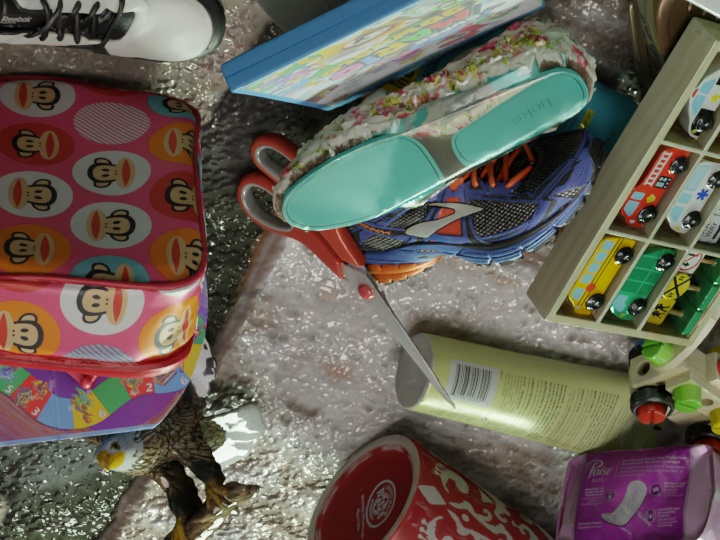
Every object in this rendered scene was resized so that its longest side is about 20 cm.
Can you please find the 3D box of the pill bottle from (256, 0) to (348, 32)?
[{"bbox_3d":[0.029,-0.210,1.206,0.199,0.114,0.113,-35,125,20],"label":"pill bottle"}]

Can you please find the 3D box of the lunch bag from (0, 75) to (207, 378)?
[{"bbox_3d":[-0.175,-0.030,1.272,0.175,0.201,0.082,5,127,-8],"label":"lunch bag"}]

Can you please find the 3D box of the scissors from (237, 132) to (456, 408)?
[{"bbox_3d":[0.000,0.000,1.370,0.200,0.014,0.073,45,138,2],"label":"scissors"}]

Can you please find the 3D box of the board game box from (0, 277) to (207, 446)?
[{"bbox_3d":[-0.190,0.022,1.353,0.198,0.039,0.159,-6,87,-4],"label":"board game box"}]

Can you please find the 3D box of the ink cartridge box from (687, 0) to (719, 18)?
[{"bbox_3d":[0.243,-0.211,1.212,0.199,0.145,0.146,24,123,-25],"label":"ink cartridge box"}]

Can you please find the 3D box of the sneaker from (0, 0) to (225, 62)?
[{"bbox_3d":[-0.169,-0.147,1.257,0.199,0.080,0.074,13,125,-19],"label":"sneaker"}]

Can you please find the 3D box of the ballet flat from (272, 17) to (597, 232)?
[{"bbox_3d":[0.040,-0.084,1.295,0.199,0.064,0.076,-23,135,6],"label":"ballet flat"}]

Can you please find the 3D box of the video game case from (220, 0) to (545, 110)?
[{"bbox_3d":[0.018,-0.126,1.209,0.142,0.200,0.018,-25,86,13],"label":"video game case"}]

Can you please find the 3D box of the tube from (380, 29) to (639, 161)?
[{"bbox_3d":[0.069,-0.116,1.338,0.199,0.050,0.078,23,110,-17],"label":"tube"}]

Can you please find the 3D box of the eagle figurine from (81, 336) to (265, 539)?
[{"bbox_3d":[-0.156,0.092,1.443,0.200,0.151,0.152,45,73,2],"label":"eagle figurine"}]

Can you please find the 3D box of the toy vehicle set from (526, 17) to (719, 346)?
[{"bbox_3d":[0.195,-0.047,1.338,0.124,0.027,0.201,9,122,-36],"label":"toy vehicle set"}]

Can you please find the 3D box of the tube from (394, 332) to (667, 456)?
[{"bbox_3d":[0.119,0.086,1.507,0.199,0.052,0.058,13,158,-25],"label":"tube"}]

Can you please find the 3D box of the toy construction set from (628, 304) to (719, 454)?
[{"bbox_3d":[0.251,0.063,1.473,0.131,0.093,0.200,-25,124,35],"label":"toy construction set"}]

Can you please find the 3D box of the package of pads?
[{"bbox_3d":[0.234,0.191,1.548,0.120,0.076,0.200,-8,147,37],"label":"package of pads"}]

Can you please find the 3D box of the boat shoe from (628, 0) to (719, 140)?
[{"bbox_3d":[0.200,-0.114,1.350,0.073,0.063,0.201,-25,133,-10],"label":"boat shoe"}]

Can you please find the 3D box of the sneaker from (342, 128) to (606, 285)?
[{"bbox_3d":[0.055,-0.047,1.342,0.199,0.076,0.079,-16,124,34],"label":"sneaker"}]

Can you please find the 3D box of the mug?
[{"bbox_3d":[0.078,0.214,1.533,0.200,0.177,0.134,39,86,-27],"label":"mug"}]
